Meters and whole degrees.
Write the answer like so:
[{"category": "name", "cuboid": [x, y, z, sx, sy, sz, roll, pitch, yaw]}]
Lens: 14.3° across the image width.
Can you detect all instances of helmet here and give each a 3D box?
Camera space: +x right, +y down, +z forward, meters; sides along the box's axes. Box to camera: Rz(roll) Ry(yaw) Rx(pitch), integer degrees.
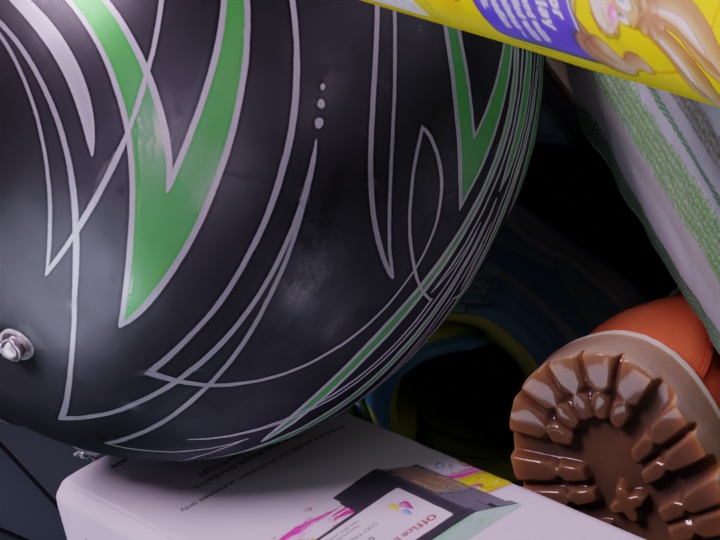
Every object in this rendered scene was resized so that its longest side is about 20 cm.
[{"category": "helmet", "cuboid": [-0.044, -0.051, 0.797, 0.191, 0.199, 0.200, 56, 167, 15]}]

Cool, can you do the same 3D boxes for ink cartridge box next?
[{"category": "ink cartridge box", "cuboid": [0.013, 0.131, 0.802, 0.200, 0.084, 0.146, 19, 129, 51]}]

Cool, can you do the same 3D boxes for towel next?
[{"category": "towel", "cuboid": [0.080, -0.056, 0.722, 0.200, 0.031, 0.150, 69, 174, -52]}]

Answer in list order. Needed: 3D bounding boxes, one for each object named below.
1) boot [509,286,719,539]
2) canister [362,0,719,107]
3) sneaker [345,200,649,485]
[{"category": "boot", "cuboid": [0.116, 0.098, 0.821, 0.075, 0.107, 0.201, -14, 101, 29]}, {"category": "canister", "cuboid": [0.063, -0.105, 0.538, 0.200, 0.086, 0.150, 24, 113, 55]}, {"category": "sneaker", "cuboid": [0.000, 0.000, 0.942, 0.199, 0.080, 0.130, 30, -159, 13]}]
